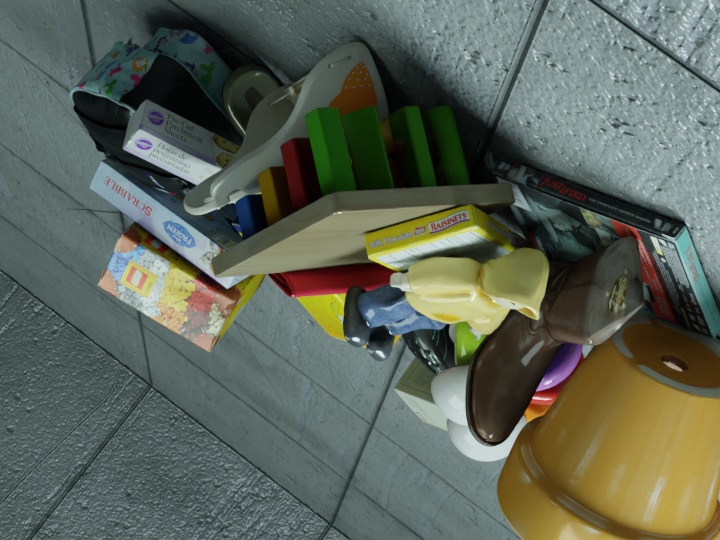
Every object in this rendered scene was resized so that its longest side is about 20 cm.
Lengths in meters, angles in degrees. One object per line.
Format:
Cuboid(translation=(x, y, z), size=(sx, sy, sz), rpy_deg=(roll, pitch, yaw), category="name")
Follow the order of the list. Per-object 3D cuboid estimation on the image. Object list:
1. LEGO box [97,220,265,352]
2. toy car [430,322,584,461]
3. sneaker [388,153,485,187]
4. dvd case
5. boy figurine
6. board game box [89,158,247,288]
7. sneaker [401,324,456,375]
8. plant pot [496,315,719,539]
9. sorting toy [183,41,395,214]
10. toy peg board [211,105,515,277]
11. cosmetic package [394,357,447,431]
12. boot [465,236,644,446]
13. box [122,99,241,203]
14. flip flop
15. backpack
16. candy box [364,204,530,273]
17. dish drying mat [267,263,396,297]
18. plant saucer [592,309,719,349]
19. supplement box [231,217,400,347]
Cuboid(translation=(-0.191, -0.011, 1.873), size=(0.148, 0.078, 0.200), rpy_deg=(30, -155, 0), category="LEGO box")
Cuboid(translation=(0.153, 0.086, 1.651), size=(0.148, 0.177, 0.201), rpy_deg=(-5, 148, 13), category="toy car")
Cuboid(translation=(0.045, -0.073, 1.562), size=(0.199, 0.080, 0.087), rpy_deg=(1, 129, 55), category="sneaker")
Cuboid(translation=(0.216, -0.020, 1.431), size=(0.199, 0.022, 0.146), rpy_deg=(23, 157, 39), category="dvd case")
Cuboid(translation=(0.085, 0.029, 1.434), size=(0.198, 0.065, 0.124), rpy_deg=(-13, 147, 35), category="boy figurine")
Cuboid(translation=(-0.177, -0.075, 1.864), size=(0.199, 0.041, 0.199), rpy_deg=(36, -154, 11), category="board game box")
Cuboid(translation=(0.073, 0.039, 1.747), size=(0.201, 0.079, 0.075), rpy_deg=(58, 166, -30), category="sneaker")
Cuboid(translation=(0.242, 0.150, 1.428), size=(0.199, 0.200, 0.185), rpy_deg=(31, 118, 22), category="plant pot")
Cuboid(translation=(-0.078, -0.109, 1.508), size=(0.108, 0.179, 0.200), rpy_deg=(60, 161, -5), category="sorting toy")
Cuboid(translation=(-0.007, -0.073, 1.432), size=(0.199, 0.198, 0.099), rpy_deg=(-24, 74, 51), category="toy peg board")
Cuboid(translation=(0.142, 0.138, 1.855), size=(0.199, 0.104, 0.073), rpy_deg=(19, 156, 51), category="cosmetic package")
Cuboid(translation=(0.169, 0.065, 1.407), size=(0.064, 0.188, 0.200), rpy_deg=(22, 170, -17), category="boot")
Cuboid(translation=(-0.135, -0.101, 1.597), size=(0.199, 0.042, 0.039), rpy_deg=(27, 140, -23), category="box")
Cuboid(translation=(-0.062, -0.125, 1.649), size=(0.201, 0.081, 0.057), rpy_deg=(52, 161, -22), category="flip flop")
Cuboid(translation=(-0.205, -0.163, 1.713), size=(0.199, 0.151, 0.178), rpy_deg=(9, 146, 53), category="backpack")
Cuboid(translation=(0.084, -0.018, 1.462), size=(0.200, 0.101, 0.027), rpy_deg=(23, -129, -68), category="candy box")
Cuboid(translation=(0.000, 0.000, 1.559), size=(0.198, 0.018, 0.077), rpy_deg=(-2, -150, -36), category="dish drying mat")
Cuboid(translation=(0.286, 0.098, 1.545), size=(0.199, 0.050, 0.200), rpy_deg=(34, 163, 12), category="plant saucer")
Cuboid(translation=(-0.025, -0.019, 1.784), size=(0.109, 0.109, 0.200), rpy_deg=(16, 153, 51), category="supplement box")
